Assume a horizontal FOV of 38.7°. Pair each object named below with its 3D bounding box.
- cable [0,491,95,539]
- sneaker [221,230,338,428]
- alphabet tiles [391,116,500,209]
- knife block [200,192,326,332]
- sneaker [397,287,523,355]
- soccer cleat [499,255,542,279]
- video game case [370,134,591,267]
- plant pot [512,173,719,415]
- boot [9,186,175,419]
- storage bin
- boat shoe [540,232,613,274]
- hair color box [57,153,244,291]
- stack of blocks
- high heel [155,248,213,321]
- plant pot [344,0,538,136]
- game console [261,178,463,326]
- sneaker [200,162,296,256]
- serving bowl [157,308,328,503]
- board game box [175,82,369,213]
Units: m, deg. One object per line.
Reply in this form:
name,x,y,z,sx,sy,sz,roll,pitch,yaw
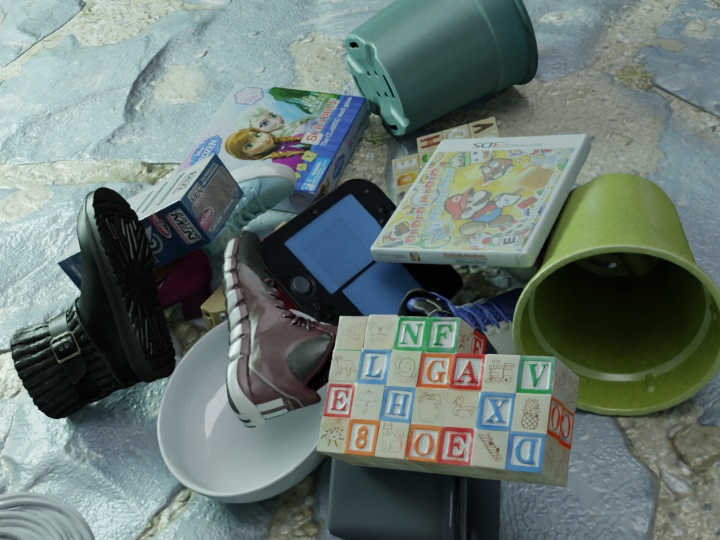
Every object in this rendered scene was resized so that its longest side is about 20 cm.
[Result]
cable,-0.320,0.293,0.901,0.199,0.070,0.199,-38,52,-27
sneaker,-0.067,0.046,0.975,0.114,0.076,0.203,-12,62,11
alphabet tiles,0.118,-0.110,1.159,0.165,0.008,0.201,-15,37,9
knife block,-0.084,-0.009,1.169,0.197,0.065,0.177,-13,44,-3
sneaker,0.098,0.064,1.027,0.198,0.116,0.081,-28,48,-18
soccer cleat,0.126,-0.036,1.129,0.077,0.069,0.200,-42,41,1
video game case,0.128,-0.077,1.079,0.180,0.023,0.201,2,42,34
plant pot,0.256,0.006,1.017,0.197,0.203,0.185,2,37,12
boot,-0.290,0.036,1.054,0.156,0.079,0.215,-17,85,22
storage bin,0.051,0.163,0.919,0.132,0.146,0.203,-3,68,20
boat shoe,0.197,-0.053,1.169,0.198,0.057,0.067,18,52,25
hair color box,-0.233,-0.046,1.136,0.198,0.061,0.101,-22,26,31
stack of blocks,0.069,0.101,0.820,0.197,0.058,0.117,0,70,32
high heel,-0.260,0.029,1.136,0.197,0.097,0.068,-21,45,-12
plant pot,0.095,-0.288,1.342,0.194,0.202,0.201,-31,47,-11
game console,0.000,0.000,1.096,0.177,0.031,0.199,44,50,9
sneaker,-0.162,-0.057,1.224,0.197,0.074,0.083,-23,59,10
serving bowl,-0.098,0.139,1.005,0.197,0.066,0.202,-13,52,16
board game box,-0.112,-0.164,1.346,0.196,0.042,0.201,9,47,18
